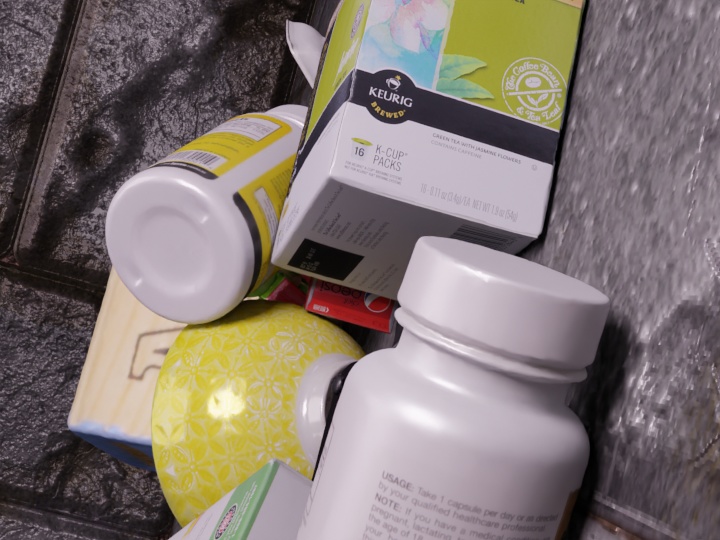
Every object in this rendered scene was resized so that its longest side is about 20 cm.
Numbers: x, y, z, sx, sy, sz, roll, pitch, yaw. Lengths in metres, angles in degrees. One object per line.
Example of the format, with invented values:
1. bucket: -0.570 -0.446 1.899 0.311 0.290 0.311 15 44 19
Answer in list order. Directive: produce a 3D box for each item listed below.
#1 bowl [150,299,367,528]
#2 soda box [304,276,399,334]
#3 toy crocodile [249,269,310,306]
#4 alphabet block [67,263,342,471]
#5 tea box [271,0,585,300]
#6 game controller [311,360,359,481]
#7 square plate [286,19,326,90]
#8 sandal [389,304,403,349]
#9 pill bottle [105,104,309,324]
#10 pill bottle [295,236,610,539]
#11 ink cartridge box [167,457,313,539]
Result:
1. bowl: -0.037 0.110 0.922 0.107 0.200 0.201 -15 53 40
2. soda box: 0.000 0.000 1.022 0.200 0.070 0.064 -71 -4 -86
3. toy crocodile: -0.048 -0.015 1.137 0.062 0.067 0.200 26 80 45
4. alphabet block: -0.142 0.094 1.264 0.195 0.196 0.201 67 -146 -71
5. tea box: 0.040 -0.101 0.839 0.200 0.133 0.198 134 149 -71
6. game controller: -0.013 0.154 0.786 0.104 0.042 0.201 163 121 -79
7. square plate: 0.003 -0.112 1.049 0.028 0.200 0.198 -31 17 6
8. sandal: 0.038 0.066 0.734 0.048 0.075 0.201 -58 2 29
9. pill bottle: -0.088 -0.050 0.964 0.200 0.114 0.115 -42 -22 -56
10. pill bottle: 0.039 0.093 0.583 0.114 0.114 0.201 -119 46 -77
11. ink cartridge box: -0.083 0.212 0.716 0.200 0.087 0.146 -40 20 49
